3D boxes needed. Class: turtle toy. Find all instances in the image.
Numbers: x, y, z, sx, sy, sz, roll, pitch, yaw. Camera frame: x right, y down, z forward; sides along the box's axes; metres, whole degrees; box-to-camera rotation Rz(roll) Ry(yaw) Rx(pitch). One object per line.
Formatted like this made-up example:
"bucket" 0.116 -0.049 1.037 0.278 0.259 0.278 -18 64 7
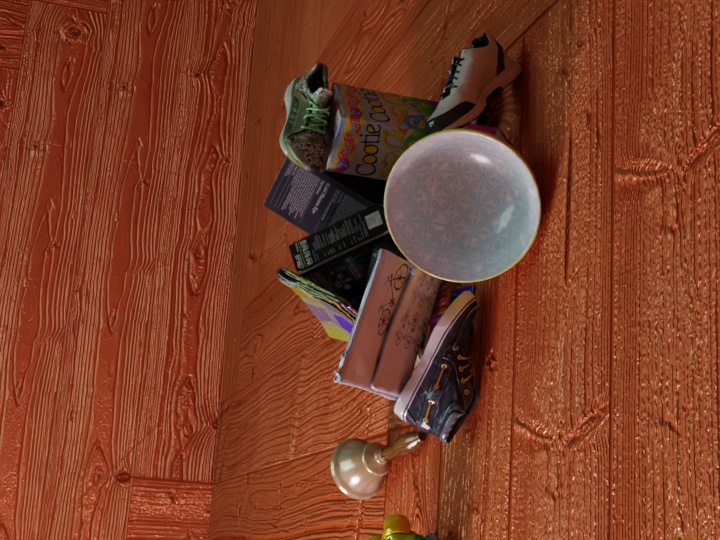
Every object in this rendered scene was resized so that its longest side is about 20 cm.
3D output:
"turtle toy" 0.064 0.435 1.575 0.200 0.101 0.146 117 156 -51

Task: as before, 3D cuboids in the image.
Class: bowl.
"bowl" 0.139 -0.093 1.473 0.108 0.200 0.201 -48 -27 -68

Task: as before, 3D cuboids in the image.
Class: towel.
"towel" -0.037 0.070 1.674 0.143 0.200 0.023 25 73 35

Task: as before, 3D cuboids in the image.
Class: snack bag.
"snack bag" 0.042 0.072 1.499 0.200 0.021 0.189 28 -100 -62

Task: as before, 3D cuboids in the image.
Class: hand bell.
"hand bell" 0.044 0.287 1.796 0.200 0.104 0.104 -39 44 51

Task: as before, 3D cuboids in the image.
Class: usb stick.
"usb stick" 0.027 0.037 1.687 0.033 0.055 0.200 -44 -21 -36

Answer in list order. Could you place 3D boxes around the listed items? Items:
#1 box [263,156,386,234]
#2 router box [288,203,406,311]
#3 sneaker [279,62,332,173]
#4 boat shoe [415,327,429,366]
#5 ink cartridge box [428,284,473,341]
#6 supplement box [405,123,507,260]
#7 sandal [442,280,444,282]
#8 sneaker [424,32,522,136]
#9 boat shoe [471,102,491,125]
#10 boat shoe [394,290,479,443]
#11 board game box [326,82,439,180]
"box" -0.029 -0.121 1.844 0.104 0.182 0.200 -62 -9 22
"router box" 0.000 0.000 1.723 0.200 0.150 0.062 55 -168 -54
"sneaker" -0.074 -0.238 1.723 0.089 0.077 0.200 127 145 -47
"boat shoe" 0.081 0.103 1.715 0.201 0.063 0.073 -45 -59 -71
"ink cartridge box" 0.126 0.121 1.640 0.095 0.037 0.200 156 123 -73
"supplement box" 0.133 -0.101 1.599 0.103 0.101 0.200 -110 32 -61
"sandal" 0.087 -0.059 1.800 0.212 0.069 0.078 -101 24 -49
"sneaker" 0.135 -0.244 1.512 0.074 0.080 0.200 -21 22 49
"boat shoe" 0.148 -0.201 1.678 0.063 0.074 0.202 -49 -19 -37
"boat shoe" 0.131 0.133 1.552 0.201 0.091 0.071 -63 -21 7
"board game box" 0.045 -0.209 1.781 0.103 0.200 0.105 -101 24 -50
